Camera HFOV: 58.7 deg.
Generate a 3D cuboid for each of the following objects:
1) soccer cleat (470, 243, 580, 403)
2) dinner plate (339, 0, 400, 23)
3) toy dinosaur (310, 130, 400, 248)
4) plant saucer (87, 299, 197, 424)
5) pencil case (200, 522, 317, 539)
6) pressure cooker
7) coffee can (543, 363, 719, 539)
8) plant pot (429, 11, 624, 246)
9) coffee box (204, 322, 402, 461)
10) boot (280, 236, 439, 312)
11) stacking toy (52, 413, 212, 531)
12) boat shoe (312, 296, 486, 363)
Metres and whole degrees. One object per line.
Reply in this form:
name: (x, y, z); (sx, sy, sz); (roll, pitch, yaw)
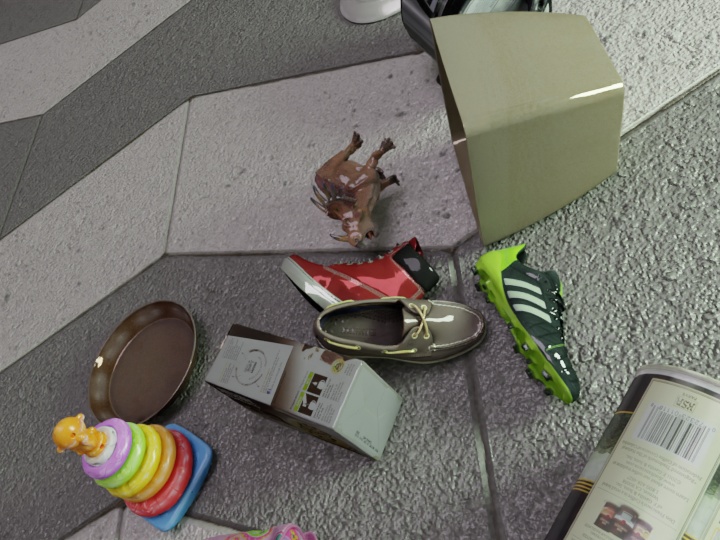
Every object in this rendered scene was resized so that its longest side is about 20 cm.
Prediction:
soccer cleat: (0.190, 0.046, 0.682); (0.080, 0.068, 0.201); (-23, 49, -1)
dinner plate: (0.046, -0.538, 1.185); (0.198, 0.024, 0.202); (-17, 52, 22)
toy dinosaur: (-0.023, -0.118, 0.875); (0.135, 0.086, 0.200); (-36, 32, -12)
plant saucer: (-0.313, 0.140, 0.940); (0.198, 0.035, 0.203); (-16, 52, 21)
pencil case: (-0.143, 0.325, 0.684); (0.198, 0.088, 0.088); (-18, 52, 19)
pressure cooker: (0.167, -0.358, 0.890); (0.176, 0.177, 0.201); (-19, 48, -13)
coffee can: (0.237, 0.198, 0.494); (0.145, 0.147, 0.201); (26, 74, 40)
plant pot: (0.197, -0.183, 0.752); (0.175, 0.201, 0.202); (-15, 52, 8)
coffee box: (-0.067, 0.137, 0.740); (0.198, 0.113, 0.081); (11, 65, 35)
boot: (0.000, 0.000, 0.823); (0.199, 0.073, 0.145); (31, 78, 32)
stacking toy: (-0.284, 0.219, 0.757); (0.109, 0.200, 0.117); (16, 69, 37)
boat shoe: (0.045, 0.063, 0.714); (0.197, 0.060, 0.073); (-1, 73, 2)
